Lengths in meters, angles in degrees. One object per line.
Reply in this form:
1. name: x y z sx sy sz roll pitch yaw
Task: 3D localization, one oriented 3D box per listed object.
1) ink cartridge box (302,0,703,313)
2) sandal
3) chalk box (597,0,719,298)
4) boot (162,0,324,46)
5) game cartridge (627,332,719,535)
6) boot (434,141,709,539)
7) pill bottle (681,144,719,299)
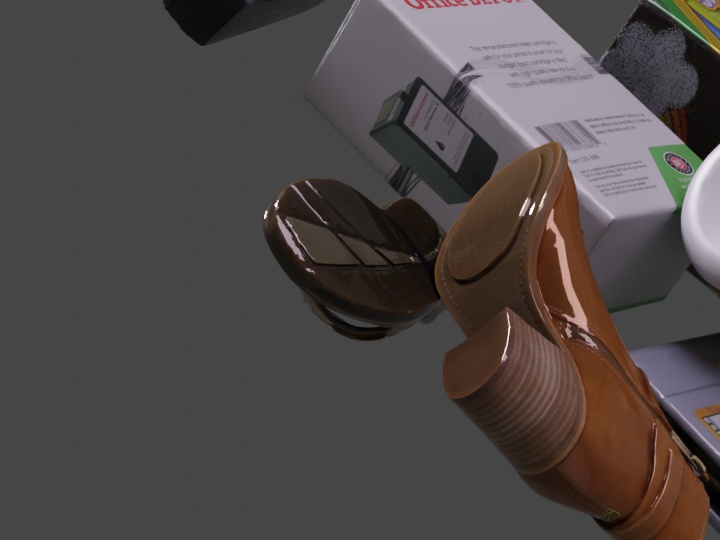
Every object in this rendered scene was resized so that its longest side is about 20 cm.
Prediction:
1. ink cartridge box: 0.088 -0.070 1.484 0.200 0.084 0.146 46 30 23
2. sandal: 0.000 0.000 1.319 0.082 0.055 0.200 54 17 9
3. chalk box: 0.232 -0.069 1.594 0.200 0.125 0.124 40 28 10
4. boot: -0.080 -0.209 1.563 0.165 0.066 0.200 40 33 16
5. game cartridge: 0.221 0.110 1.393 0.133 0.042 0.200 -13 52 -49
6. boot: 0.114 0.041 1.303 0.155 0.077 0.201 41 28 -25
7. pill bottle: 0.260 0.009 1.460 0.200 0.109 0.109 44 13 -46
